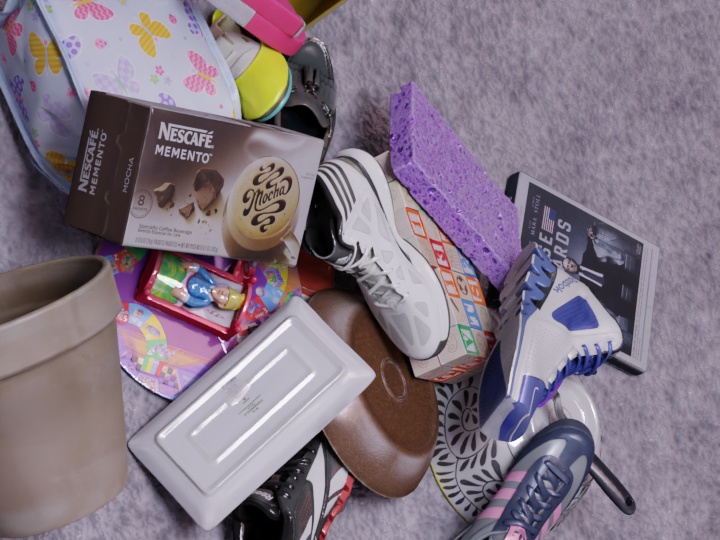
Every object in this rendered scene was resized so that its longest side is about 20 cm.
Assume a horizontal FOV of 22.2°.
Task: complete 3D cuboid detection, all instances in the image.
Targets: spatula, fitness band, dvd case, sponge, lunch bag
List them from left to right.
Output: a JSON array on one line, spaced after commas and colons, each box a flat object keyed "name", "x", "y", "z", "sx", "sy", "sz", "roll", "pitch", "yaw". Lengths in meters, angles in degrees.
[{"name": "lunch bag", "x": -0.209, "y": -0.154, "z": 1.576, "sx": 0.169, "sy": 0.127, "sz": 0.201, "roll": -19, "pitch": 76, "yaw": -41}, {"name": "fitness band", "x": -0.119, "y": -0.262, "z": 1.610, "sx": 0.200, "sy": 0.037, "sz": 0.144, "roll": 33, "pitch": 15, "yaw": -47}, {"name": "sponge", "x": 0.093, "y": -0.076, "z": 1.746, "sx": 0.200, "sy": 0.030, "sz": 0.112, "roll": 47, "pitch": 29, "yaw": -36}, {"name": "spatula", "x": 0.196, "y": 0.148, "z": 1.708, "sx": 0.201, "sy": 0.020, "sz": 0.057, "roll": 54, "pitch": 49, "yaw": -9}, {"name": "dvd case", "x": 0.224, "y": 0.004, "z": 1.898, "sx": 0.199, "sy": 0.025, "sz": 0.151, "roll": 26, "pitch": 60, "yaw": -27}]

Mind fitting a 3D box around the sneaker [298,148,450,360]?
[{"name": "sneaker", "x": 0.000, "y": 0.000, "z": 1.601, "sx": 0.115, "sy": 0.075, "sz": 0.202, "roll": -31, "pitch": 96, "yaw": -56}]

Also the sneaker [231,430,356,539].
[{"name": "sneaker", "x": -0.060, "y": 0.194, "z": 1.583, "sx": 0.098, "sy": 0.070, "sz": 0.202, "roll": 47, "pitch": 50, "yaw": -41}]

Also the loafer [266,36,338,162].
[{"name": "loafer", "x": -0.052, "y": -0.123, "z": 1.644, "sx": 0.071, "sy": 0.063, "sz": 0.202, "roll": 17, "pitch": 69, "yaw": -17}]

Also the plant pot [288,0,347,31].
[{"name": "plant pot", "x": -0.031, "y": -0.367, "z": 1.745, "sx": 0.201, "sy": 0.199, "sz": 0.176, "roll": 55, "pitch": 41, "yaw": -7}]

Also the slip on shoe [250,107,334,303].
[{"name": "slip on shoe", "x": -0.059, "y": -0.065, "z": 1.693, "sx": 0.074, "sy": 0.061, "sz": 0.202, "roll": -2, "pitch": 77, "yaw": -38}]

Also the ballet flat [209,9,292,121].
[{"name": "ballet flat", "x": -0.108, "y": -0.192, "z": 1.646, "sx": 0.067, "sy": 0.067, "sz": 0.200, "roll": 40, "pitch": 14, "yaw": -22}]

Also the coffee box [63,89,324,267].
[{"name": "coffee box", "x": -0.135, "y": -0.074, "z": 1.508, "sx": 0.199, "sy": 0.079, "sz": 0.114, "roll": 8, "pitch": 98, "yaw": -48}]

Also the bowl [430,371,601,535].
[{"name": "bowl", "x": 0.167, "y": 0.152, "z": 1.760, "sx": 0.200, "sy": 0.094, "sz": 0.202, "roll": 13, "pitch": 66, "yaw": -32}]

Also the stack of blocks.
[{"name": "stack of blocks", "x": 0.057, "y": -0.001, "z": 1.712, "sx": 0.115, "sy": 0.058, "sz": 0.201, "roll": 14, "pitch": 54, "yaw": -60}]

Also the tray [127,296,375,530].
[{"name": "tray", "x": -0.092, "y": 0.116, "z": 1.559, "sx": 0.200, "sy": 0.022, "sz": 0.107, "roll": -41, "pitch": 72, "yaw": -15}]

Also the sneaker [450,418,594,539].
[{"name": "sneaker", "x": 0.149, "y": 0.226, "z": 1.663, "sx": 0.070, "sy": 0.082, "sz": 0.201, "roll": 35, "pitch": 95, "yaw": -10}]

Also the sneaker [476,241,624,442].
[{"name": "sneaker", "x": 0.182, "y": 0.072, "z": 1.670, "sx": 0.114, "sy": 0.081, "sz": 0.200, "roll": 25, "pitch": 50, "yaw": -9}]

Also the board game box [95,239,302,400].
[{"name": "board game box", "x": -0.136, "y": 0.013, "z": 1.601, "sx": 0.199, "sy": 0.039, "sz": 0.159, "roll": -24, "pitch": 88, "yaw": -30}]

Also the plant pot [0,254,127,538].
[{"name": "plant pot", "x": -0.261, "y": 0.103, "z": 1.423, "sx": 0.199, "sy": 0.199, "sz": 0.175, "roll": -30, "pitch": 109, "yaw": -39}]

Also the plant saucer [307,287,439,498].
[{"name": "plant saucer", "x": 0.018, "y": 0.104, "z": 1.656, "sx": 0.200, "sy": 0.036, "sz": 0.202, "roll": 41, "pitch": 36, "yaw": -38}]
